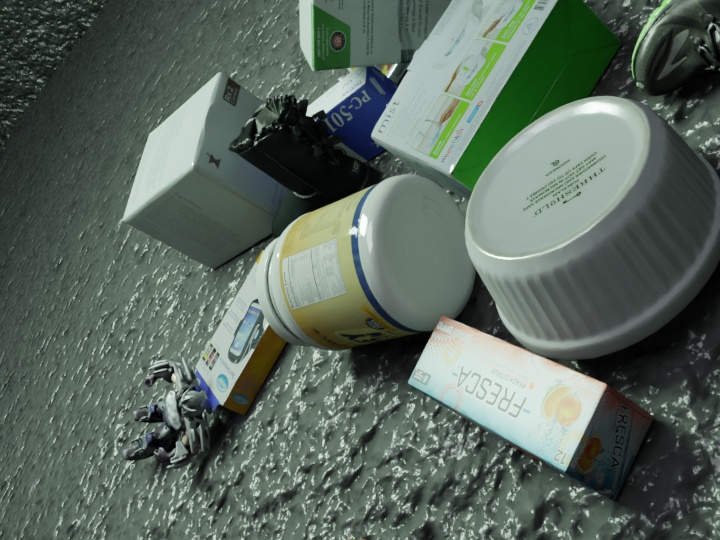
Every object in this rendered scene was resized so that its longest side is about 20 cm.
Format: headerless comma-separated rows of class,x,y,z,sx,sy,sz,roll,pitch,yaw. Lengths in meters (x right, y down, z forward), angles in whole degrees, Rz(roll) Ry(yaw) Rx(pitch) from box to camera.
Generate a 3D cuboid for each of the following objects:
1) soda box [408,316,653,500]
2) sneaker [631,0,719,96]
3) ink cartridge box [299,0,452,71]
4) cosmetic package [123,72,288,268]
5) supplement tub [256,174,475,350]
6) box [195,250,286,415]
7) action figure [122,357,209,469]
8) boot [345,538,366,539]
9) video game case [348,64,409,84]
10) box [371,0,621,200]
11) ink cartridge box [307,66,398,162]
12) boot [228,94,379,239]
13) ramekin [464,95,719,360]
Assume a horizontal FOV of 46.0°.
soda box,0.124,0.100,0.659,0.069,0.063,0.199,-61,31,-4
sneaker,0.292,-0.183,0.641,0.198,0.076,0.085,-23,42,45
ink cartridge box,0.032,-0.316,0.959,0.083,0.195,0.149,-116,23,-55
cosmetic package,-0.207,-0.136,1.215,0.198,0.164,0.168,-24,46,43
supplement tub,0.000,0.000,0.837,0.198,0.143,0.147,-18,50,47
box,-0.139,0.085,1.064,0.203,0.041,0.119,-61,32,3
action figure,-0.243,0.188,1.073,0.199,0.068,0.133,-37,54,53
boot,-0.046,0.321,0.711,0.199,0.108,0.074,-41,36,-24
video game case,0.030,-0.348,1.120,0.183,0.023,0.202,-53,47,26
box,0.126,-0.180,0.851,0.202,0.096,0.176,-58,31,2
ink cartridge box,-0.028,-0.171,1.060,0.198,0.093,0.045,-30,42,39
boot,-0.090,-0.117,1.039,0.197,0.161,0.075,-28,41,39
ramekin,0.169,-0.043,0.651,0.201,0.094,0.204,-32,33,23
